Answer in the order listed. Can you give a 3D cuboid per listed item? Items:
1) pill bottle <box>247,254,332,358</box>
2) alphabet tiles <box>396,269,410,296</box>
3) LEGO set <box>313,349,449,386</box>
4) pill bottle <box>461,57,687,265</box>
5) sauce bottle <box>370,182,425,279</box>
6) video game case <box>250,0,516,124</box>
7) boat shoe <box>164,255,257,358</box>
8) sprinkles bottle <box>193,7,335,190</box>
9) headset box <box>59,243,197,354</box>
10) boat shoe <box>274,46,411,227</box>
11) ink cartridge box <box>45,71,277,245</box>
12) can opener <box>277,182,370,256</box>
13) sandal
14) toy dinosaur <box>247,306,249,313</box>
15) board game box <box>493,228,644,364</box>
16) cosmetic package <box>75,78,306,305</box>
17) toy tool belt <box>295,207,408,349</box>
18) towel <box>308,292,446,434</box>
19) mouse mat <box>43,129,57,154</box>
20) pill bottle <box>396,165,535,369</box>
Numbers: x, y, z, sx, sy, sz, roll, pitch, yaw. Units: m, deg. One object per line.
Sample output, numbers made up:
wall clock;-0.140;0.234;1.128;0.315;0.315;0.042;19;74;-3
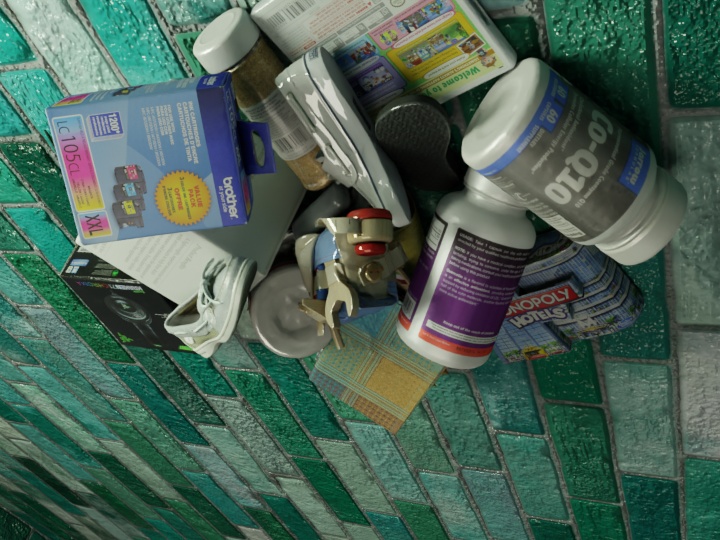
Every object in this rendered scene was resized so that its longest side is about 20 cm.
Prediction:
pill bottle;-0.090;0.037;1.034;0.109;0.112;0.200;28;-178;-12
alphabet tiles;0.000;0.000;1.022;0.168;0.008;0.199;49;159;-27
LEGO set;0.023;0.121;1.110;0.197;0.118;0.153;25;177;-19
pill bottle;0.203;-0.097;0.760;0.198;0.115;0.114;32;144;-16
sauce bottle;0.037;-0.062;0.938;0.063;0.065;0.201;5;143;22
video game case;0.019;-0.224;0.767;0.198;0.022;0.182;-19;129;42
boat shoe;-0.165;0.038;0.880;0.064;0.076;0.202;24;152;-14
sprinkles bottle;-0.089;-0.175;0.848;0.067;0.069;0.200;-9;136;36
headset box;-0.324;0.038;1.237;0.171;0.094;0.201;4;144;23
boat shoe;-0.015;-0.123;0.814;0.065;0.074;0.202;-25;111;17
ink cartridge box;-0.181;-0.110;0.778;0.196;0.077;0.139;-9;114;-1
can opener;-0.055;-0.065;0.937;0.052;0.068;0.200;-1;161;-30
sandal;0.061;-0.136;0.817;0.074;0.049;0.201;1;165;13
toy dinosaur;-0.144;0.041;1.192;0.087;0.048;0.201;-18;131;23
board game box;0.201;0.020;0.967;0.198;0.062;0.199;-19;130;43
cosmetic package;-0.196;-0.075;0.953;0.198;0.167;0.164;33;145;-16
toy tool belt;-0.005;0.016;0.847;0.122;0.126;0.200;-2;172;-15
towel;0.028;0.110;1.018;0.145;0.022;0.201;32;129;4
mouse mat;-0.341;-0.087;1.067;0.161;0.007;0.201;45;169;47
pill bottle;0.118;-0.005;0.868;0.111;0.113;0.203;20;108;1
